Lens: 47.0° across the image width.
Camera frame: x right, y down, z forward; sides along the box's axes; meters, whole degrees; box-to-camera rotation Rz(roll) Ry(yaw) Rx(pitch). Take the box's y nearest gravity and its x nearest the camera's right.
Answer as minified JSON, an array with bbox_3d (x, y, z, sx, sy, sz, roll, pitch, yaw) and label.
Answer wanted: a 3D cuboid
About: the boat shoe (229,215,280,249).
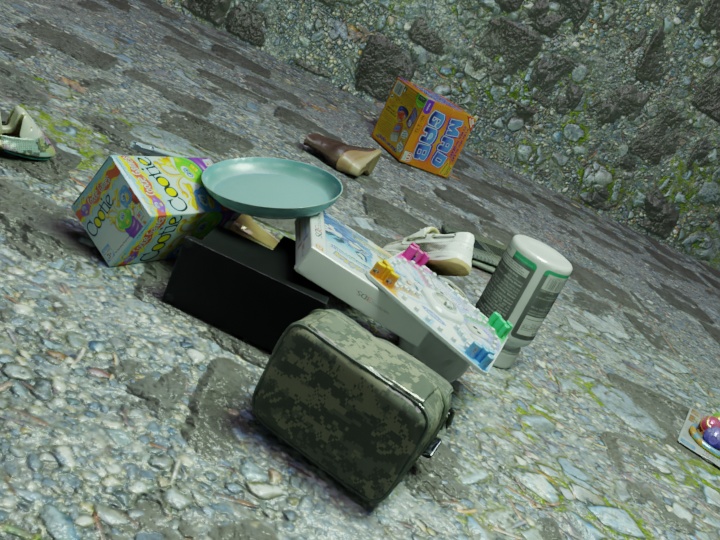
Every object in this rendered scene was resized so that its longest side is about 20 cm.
[{"bbox_3d":[-0.205,-0.082,1.299,0.198,0.077,0.072,26,19,-4],"label":"boat shoe"}]

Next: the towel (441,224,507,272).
[{"bbox_3d":[0.295,-0.035,1.925,0.197,0.035,0.193,17,19,-21],"label":"towel"}]

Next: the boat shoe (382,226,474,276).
[{"bbox_3d":[0.107,-0.033,1.299,0.070,0.070,0.199,32,-17,-35],"label":"boat shoe"}]

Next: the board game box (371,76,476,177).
[{"bbox_3d":[0.190,-0.437,2.536,0.198,0.202,0.200,14,23,-35],"label":"board game box"}]

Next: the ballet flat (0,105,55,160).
[{"bbox_3d":[-0.526,-0.207,1.201,0.069,0.072,0.199,39,22,34],"label":"ballet flat"}]

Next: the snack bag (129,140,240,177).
[{"bbox_3d":[-0.251,-0.146,1.323,0.186,0.022,0.200,18,-7,7],"label":"snack bag"}]

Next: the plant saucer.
[{"bbox_3d":[-0.124,-0.114,1.161,0.197,0.028,0.201,6,25,-3],"label":"plant saucer"}]

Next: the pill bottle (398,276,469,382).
[{"bbox_3d":[0.115,0.081,1.254,0.110,0.112,0.200,25,19,-4],"label":"pill bottle"}]

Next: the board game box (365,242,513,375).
[{"bbox_3d":[0.116,0.043,1.129,0.199,0.026,0.200,40,19,8],"label":"board game box"}]

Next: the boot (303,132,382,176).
[{"bbox_3d":[-0.041,-0.307,2.094,0.165,0.073,0.200,33,23,9],"label":"boot"}]

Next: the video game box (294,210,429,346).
[{"bbox_3d":[0.000,0.000,1.136,0.199,0.047,0.183,32,19,-17],"label":"video game box"}]

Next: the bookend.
[{"bbox_3d":[-0.137,0.011,1.130,0.198,0.093,0.199,25,18,-2],"label":"bookend"}]

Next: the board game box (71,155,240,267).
[{"bbox_3d":[-0.273,-0.085,1.140,0.104,0.105,0.199,53,26,13],"label":"board game box"}]

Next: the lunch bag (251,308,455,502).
[{"bbox_3d":[0.004,0.137,0.923,0.198,0.141,0.167,32,20,12],"label":"lunch bag"}]

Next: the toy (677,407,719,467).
[{"bbox_3d":[0.652,0.297,1.511,0.114,0.048,0.199,33,19,20],"label":"toy"}]

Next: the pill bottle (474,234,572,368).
[{"bbox_3d":[0.257,0.053,1.376,0.112,0.202,0.113,24,19,-9],"label":"pill bottle"}]
